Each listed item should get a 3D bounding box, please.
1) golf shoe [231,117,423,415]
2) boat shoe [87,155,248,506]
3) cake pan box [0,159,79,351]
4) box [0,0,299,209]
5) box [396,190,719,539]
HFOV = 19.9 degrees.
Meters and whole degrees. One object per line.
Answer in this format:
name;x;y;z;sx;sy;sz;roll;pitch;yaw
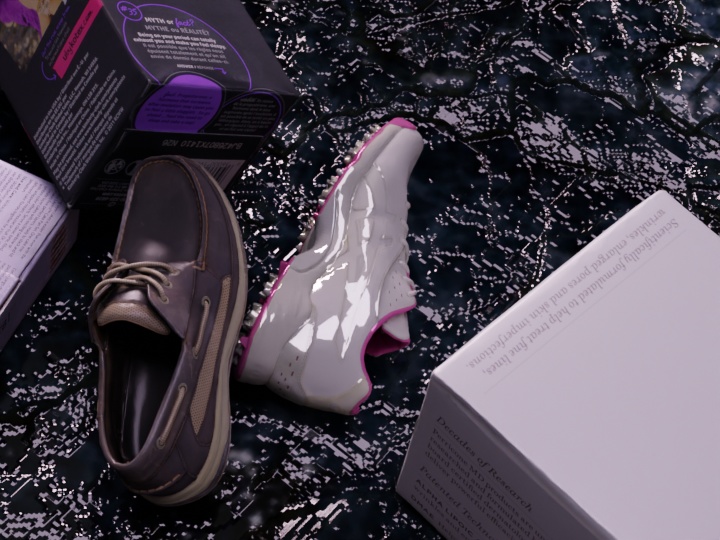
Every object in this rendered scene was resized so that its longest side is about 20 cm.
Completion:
golf shoe;0.000;0.000;1.210;0.091;0.075;0.200;29;63;1
boat shoe;-0.108;0.026;1.127;0.074;0.073;0.201;-11;70;20
cake pan box;-0.285;0.001;1.168;0.184;0.052;0.200;22;54;8
box;-0.147;-0.143;1.234;0.122;0.106;0.200;1;49;-45
box;0.162;0.100;1.123;0.199;0.131;0.200;-36;68;-30
